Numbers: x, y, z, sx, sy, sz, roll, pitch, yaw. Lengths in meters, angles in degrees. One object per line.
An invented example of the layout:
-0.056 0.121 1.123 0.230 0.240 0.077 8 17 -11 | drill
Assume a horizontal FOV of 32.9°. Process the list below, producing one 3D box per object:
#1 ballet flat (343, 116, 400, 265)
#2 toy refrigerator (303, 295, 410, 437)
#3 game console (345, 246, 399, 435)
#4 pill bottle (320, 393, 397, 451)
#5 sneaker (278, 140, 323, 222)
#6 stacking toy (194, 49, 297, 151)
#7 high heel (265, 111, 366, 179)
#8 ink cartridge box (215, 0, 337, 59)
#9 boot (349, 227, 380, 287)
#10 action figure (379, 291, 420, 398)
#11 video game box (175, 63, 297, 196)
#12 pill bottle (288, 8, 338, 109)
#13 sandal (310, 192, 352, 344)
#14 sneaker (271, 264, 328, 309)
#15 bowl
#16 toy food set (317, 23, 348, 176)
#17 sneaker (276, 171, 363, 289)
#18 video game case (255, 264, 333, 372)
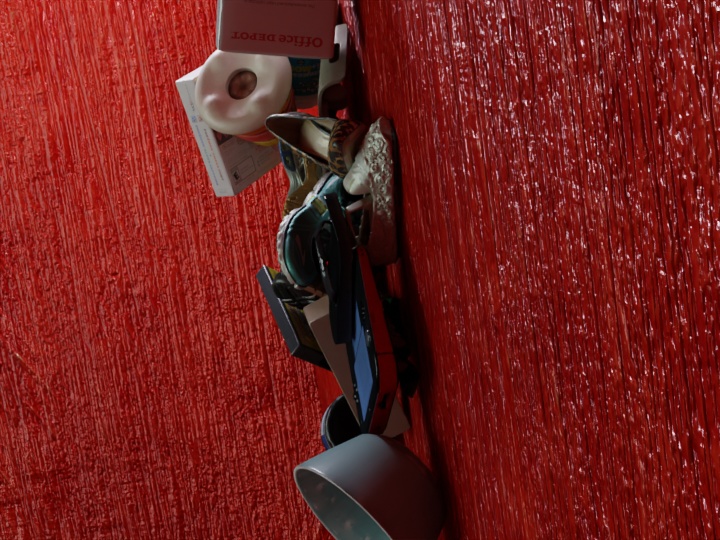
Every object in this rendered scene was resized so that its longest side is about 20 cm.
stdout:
0.013 -0.083 1.434 0.072 0.071 0.201 -107 11 -52 | ballet flat
-0.002 0.131 1.659 0.201 0.070 0.076 64 179 -16 | toy refrigerator
0.005 0.093 1.474 0.200 0.031 0.178 101 156 -60 | game console
-0.005 0.242 1.862 0.200 0.111 0.113 112 148 -79 | pill bottle
-0.066 -0.113 1.729 0.088 0.075 0.202 -16 -75 -73 | sneaker
-0.136 -0.229 1.750 0.200 0.145 0.147 44 -149 -63 | stacking toy
-0.064 -0.162 1.488 0.200 0.141 0.072 -34 -40 -83 | high heel
-0.106 -0.374 1.535 0.146 0.145 0.202 -124 38 -74 | ink cartridge box
0.000 0.000 1.666 0.200 0.073 0.156 -87 -10 -69 | boot
0.031 0.075 1.560 0.200 0.054 0.119 -115 20 -73 | action figure
-0.173 -0.234 1.816 0.200 0.047 0.183 -42 -56 -46 | video game box
-0.085 -0.320 1.764 0.200 0.110 0.112 91 168 -62 | pill bottle
-0.035 0.004 1.469 0.076 0.042 0.202 -110 17 -59 | sandal
-0.051 0.003 1.778 0.200 0.075 0.117 29 -114 -50 | sneaker
0.026 0.274 1.457 0.200 0.105 0.201 40 156 21 | bowl
-0.022 -0.212 1.654 0.144 0.060 0.201 -89 -3 -49 | toy food set
-0.041 -0.063 1.538 0.078 0.079 0.201 49 -128 -29 | sneaker
-0.056 0.087 1.812 0.026 0.180 0.200 -51 37 18 | video game case
